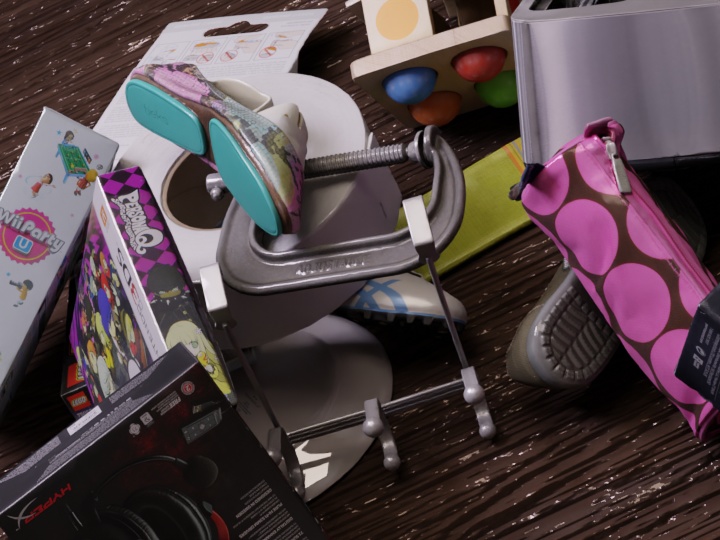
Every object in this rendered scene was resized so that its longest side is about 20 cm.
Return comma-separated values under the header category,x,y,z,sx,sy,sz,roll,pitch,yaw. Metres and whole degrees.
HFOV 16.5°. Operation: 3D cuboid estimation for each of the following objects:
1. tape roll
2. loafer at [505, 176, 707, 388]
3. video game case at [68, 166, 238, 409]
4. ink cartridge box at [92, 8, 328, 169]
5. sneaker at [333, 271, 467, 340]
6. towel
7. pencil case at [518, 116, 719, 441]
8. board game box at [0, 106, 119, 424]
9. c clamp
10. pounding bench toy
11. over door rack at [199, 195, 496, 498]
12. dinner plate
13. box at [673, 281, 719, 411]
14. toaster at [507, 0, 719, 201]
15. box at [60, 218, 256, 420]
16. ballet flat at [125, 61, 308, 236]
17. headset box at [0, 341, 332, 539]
category,x,y,z,sx,sy,sz,roll,pitch,yaw
tape roll,-0.076,-0.043,1.711,0.201,0.071,0.203,-14,42,13
loafer,0.155,0.008,1.625,0.200,0.075,0.070,-42,10,-37
video game case,-0.136,0.063,1.595,0.036,0.200,0.182,-14,62,-20
ink cartridge box,-0.121,-0.130,1.977,0.159,0.047,0.200,-2,39,29
sneaker,0.000,0.000,1.723,0.199,0.072,0.073,21,90,45
towel,0.095,-0.053,1.780,0.199,0.018,0.086,-31,38,-4
pencil case,0.184,0.003,1.530,0.091,0.094,0.200,-28,75,-39
board game box,-0.242,0.001,1.761,0.064,0.148,0.201,26,77,-3
c clamp,-0.019,-0.054,1.621,0.199,0.027,0.171,-4,46,24
pounding bench toy,0.075,-0.185,1.869,0.124,0.200,0.157,-16,71,17
over door rack,-0.004,0.062,1.552,0.147,0.201,0.067,-18,45,3
dinner plate,-0.074,0.096,1.706,0.199,0.024,0.201,-17,40,14
box,0.316,0.034,1.422,0.182,0.104,0.200,41,70,16
toaster,0.197,-0.135,1.669,0.180,0.119,0.200,-5,18,16
box,-0.146,0.021,1.795,0.136,0.040,0.200,-23,31,10
ballet flat,-0.080,-0.092,1.634,0.071,0.069,0.200,-27,41,-23
headset box,-0.100,0.168,1.443,0.148,0.200,0.075,-36,14,-6
